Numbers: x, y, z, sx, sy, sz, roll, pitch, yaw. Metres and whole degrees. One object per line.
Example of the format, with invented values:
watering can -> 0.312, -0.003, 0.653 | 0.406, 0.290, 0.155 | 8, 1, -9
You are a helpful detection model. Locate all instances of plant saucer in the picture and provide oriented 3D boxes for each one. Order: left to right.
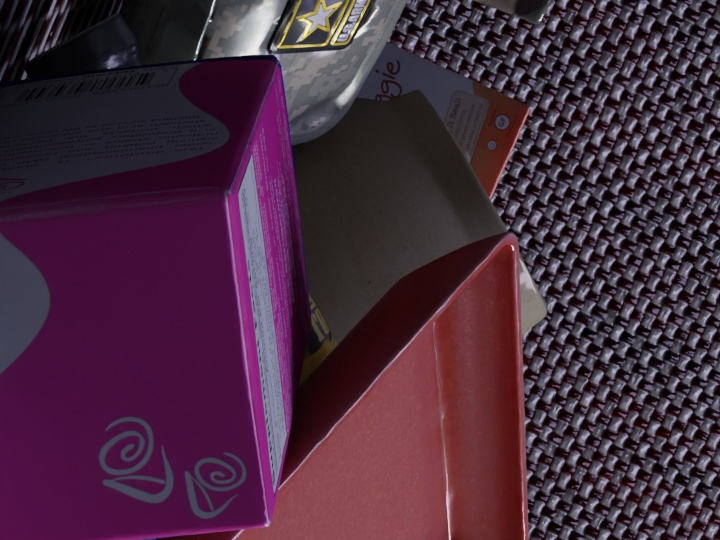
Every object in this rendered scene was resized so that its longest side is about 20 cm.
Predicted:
plant saucer -> -0.010, 0.110, 0.829 | 0.200, 0.037, 0.200 | -46, 146, -35

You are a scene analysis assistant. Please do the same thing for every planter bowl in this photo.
planter bowl -> 0.000, 0.000, 1.099 | 0.134, 0.201, 0.200 | -30, -177, 0

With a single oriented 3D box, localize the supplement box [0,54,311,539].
supplement box -> -0.075, 0.003, 0.750 | 0.200, 0.101, 0.104 | -79, 163, -76

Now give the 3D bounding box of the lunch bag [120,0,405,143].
lunch bag -> -0.028, -0.146, 1.005 | 0.164, 0.117, 0.200 | -63, 177, 34

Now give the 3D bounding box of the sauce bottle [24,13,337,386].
sauce bottle -> -0.057, 0.003, 0.885 | 0.066, 0.200, 0.066 | -27, -170, 5

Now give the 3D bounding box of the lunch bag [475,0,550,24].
lunch bag -> 0.018, -0.191, 0.840 | 0.200, 0.163, 0.118 | -70, -179, -61

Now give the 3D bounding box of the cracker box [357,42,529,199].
cracker box -> -0.032, -0.062, 1.218 | 0.058, 0.199, 0.134 | -79, -167, -86
